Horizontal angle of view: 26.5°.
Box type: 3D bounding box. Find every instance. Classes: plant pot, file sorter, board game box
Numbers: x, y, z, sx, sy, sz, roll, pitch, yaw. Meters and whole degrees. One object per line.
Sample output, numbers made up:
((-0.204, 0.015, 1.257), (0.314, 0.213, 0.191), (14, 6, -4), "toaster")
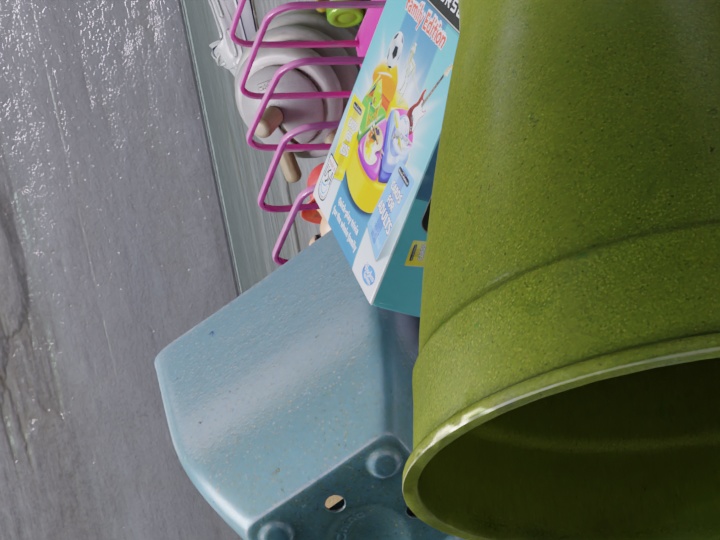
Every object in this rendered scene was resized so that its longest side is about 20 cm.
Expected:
((-0.006, 0.123, 1.018), (0.196, 0.195, 0.201), (50, -168, -26), "plant pot")
((-0.015, -0.119, 1.113), (0.139, 0.124, 0.202), (121, 141, -61), "file sorter")
((0.106, -0.026, 0.520), (0.201, 0.198, 0.195), (98, 169, -65), "plant pot")
((0.041, -0.097, 0.895), (0.151, 0.046, 0.202), (-120, 47, -59), "board game box")

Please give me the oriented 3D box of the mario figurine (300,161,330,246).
((0.000, 0.000, 1.219), (0.124, 0.105, 0.201), (83, 166, -55), "mario figurine")

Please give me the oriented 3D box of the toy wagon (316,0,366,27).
((-0.014, -0.275, 1.220), (0.200, 0.039, 0.157), (100, 165, -69), "toy wagon")

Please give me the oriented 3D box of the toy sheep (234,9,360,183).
((-0.046, -0.157, 1.323), (0.200, 0.136, 0.139), (-62, -33, -60), "toy sheep")

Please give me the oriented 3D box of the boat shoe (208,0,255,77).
((-0.174, -0.307, 2.088), (0.074, 0.065, 0.202), (-170, 68, -79), "boat shoe")

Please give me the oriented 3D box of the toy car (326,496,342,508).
((0.018, 0.206, 1.229), (0.158, 0.198, 0.166), (109, 147, -72), "toy car")
